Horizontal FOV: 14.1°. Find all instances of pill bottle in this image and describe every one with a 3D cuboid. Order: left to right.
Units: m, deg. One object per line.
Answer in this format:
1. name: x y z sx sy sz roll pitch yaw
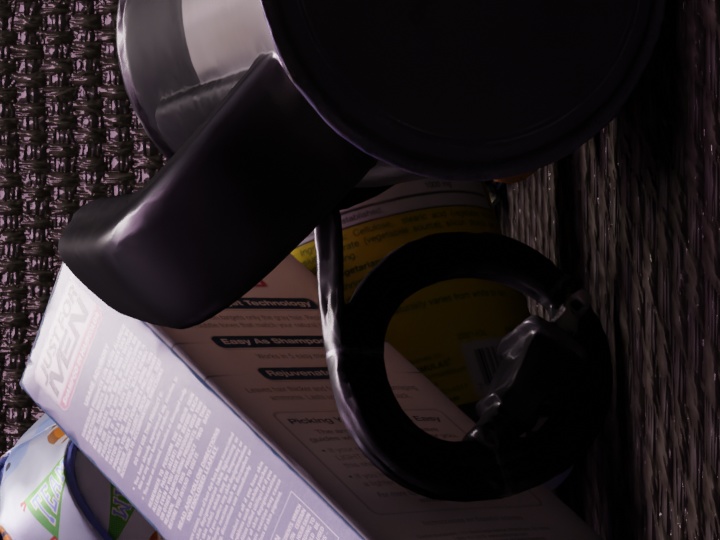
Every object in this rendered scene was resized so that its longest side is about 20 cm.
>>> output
1. pill bottle: 0.000 0.000 1.108 0.112 0.112 0.201 92 160 -73

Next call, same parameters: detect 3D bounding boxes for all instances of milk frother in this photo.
1. milk frother: 0.027 -0.033 0.857 0.181 0.200 0.188 -66 14 -8

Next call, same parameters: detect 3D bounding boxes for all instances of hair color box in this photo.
1. hair color box: -0.017 0.066 0.971 0.200 0.100 0.061 42 119 40

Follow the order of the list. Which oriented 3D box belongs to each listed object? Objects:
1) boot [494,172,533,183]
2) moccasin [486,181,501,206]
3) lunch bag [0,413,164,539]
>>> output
1. boot: 0.036 -0.136 1.026 0.201 0.071 0.144 -105 20 -49
2. moccasin: 0.031 -0.049 1.422 0.200 0.080 0.068 90 174 -79
3. lunch bag: -0.051 0.100 1.134 0.160 0.075 0.200 52 -142 -8
